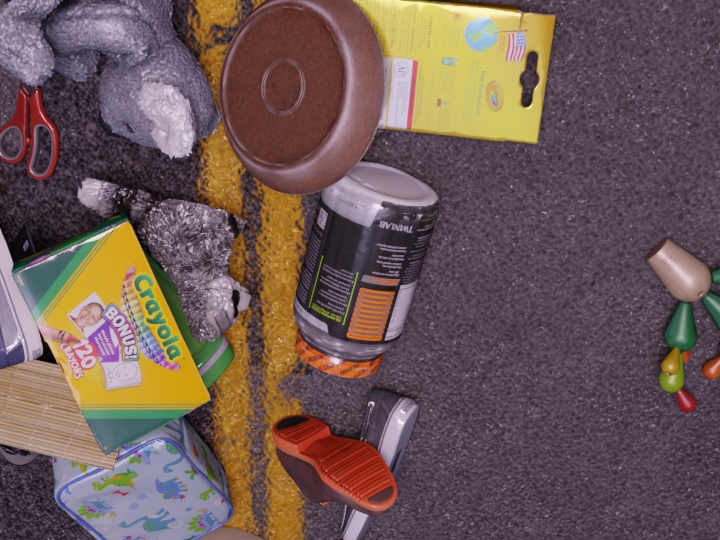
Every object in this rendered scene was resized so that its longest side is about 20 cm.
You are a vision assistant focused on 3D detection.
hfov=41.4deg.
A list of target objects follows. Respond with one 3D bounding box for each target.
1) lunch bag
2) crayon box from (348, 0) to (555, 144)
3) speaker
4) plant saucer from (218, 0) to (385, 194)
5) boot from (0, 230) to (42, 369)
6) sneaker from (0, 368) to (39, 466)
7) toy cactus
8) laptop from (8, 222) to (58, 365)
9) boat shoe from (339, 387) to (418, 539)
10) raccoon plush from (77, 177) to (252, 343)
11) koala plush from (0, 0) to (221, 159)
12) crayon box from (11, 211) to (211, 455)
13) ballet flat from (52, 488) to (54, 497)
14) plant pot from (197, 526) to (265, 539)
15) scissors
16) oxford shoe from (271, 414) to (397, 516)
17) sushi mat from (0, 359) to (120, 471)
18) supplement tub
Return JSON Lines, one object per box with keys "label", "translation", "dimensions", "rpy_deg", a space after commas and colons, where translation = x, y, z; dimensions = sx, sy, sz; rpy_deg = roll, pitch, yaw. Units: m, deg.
{"label": "lunch bag", "translation": [-0.248, 0.241, 1.083], "dimensions": [0.159, 0.083, 0.201], "rpy_deg": [-27, 135, 1]}
{"label": "crayon box", "translation": [0.083, -0.199, 0.935], "dimensions": [0.197, 0.051, 0.129], "rpy_deg": [8, 111, 5]}
{"label": "speaker", "translation": [-0.232, 0.047, 1.050], "dimensions": [0.088, 0.089, 0.200], "rpy_deg": [-38, 102, 19]}
{"label": "plant saucer", "translation": [-0.067, -0.176, 0.920], "dimensions": [0.198, 0.034, 0.204], "rpy_deg": [2, 93, 32]}
{"label": "boot", "translation": [-0.417, 0.015, 1.017], "dimensions": [0.202, 0.089, 0.073], "rpy_deg": [62, 148, 16]}
{"label": "sneaker", "translation": [-0.399, 0.180, 1.104], "dimensions": [0.073, 0.080, 0.201], "rpy_deg": [27, 139, -6]}
{"label": "toy cactus", "translation": [0.361, 0.040, 0.978], "dimensions": [0.165, 0.102, 0.200], "rpy_deg": [42, 119, 1]}
{"label": "laptop", "translation": [-0.303, 0.055, 1.046], "dimensions": [0.198, 0.105, 0.177], "rpy_deg": [23, 157, -22]}
{"label": "boat shoe", "translation": [0.005, 0.224, 1.102], "dimensions": [0.066, 0.070, 0.202], "rpy_deg": [27, 117, 17]}
{"label": "raccoon plush", "translation": [-0.206, -0.004, 0.996], "dimensions": [0.197, 0.097, 0.136], "rpy_deg": [13, 84, -1]}
{"label": "koala plush", "translation": [-0.213, -0.199, 0.913], "dimensions": [0.183, 0.177, 0.201], "rpy_deg": [-37, 99, 8]}
{"label": "crayon box", "translation": [-0.240, 0.060, 0.929], "dimensions": [0.118, 0.058, 0.202], "rpy_deg": [-26, 107, -12]}
{"label": "ballet flat", "translation": [-0.318, 0.207, 1.127], "dimensions": [0.062, 0.069, 0.201], "rpy_deg": [15, 130, -13]}
{"label": "plant pot", "translation": [-0.178, 0.439, 1.167], "dimensions": [0.197, 0.135, 0.204], "rpy_deg": [3, 111, 7]}
{"label": "scissors", "translation": [-0.345, -0.196, 1.012], "dimensions": [0.072, 0.014, 0.203], "rpy_deg": [18, 111, 3]}
{"label": "oxford shoe", "translation": [-0.026, 0.229, 1.058], "dimensions": [0.070, 0.199, 0.074], "rpy_deg": [-19, 116, -30]}
{"label": "sushi mat", "translation": [-0.337, 0.145, 1.012], "dimensions": [0.197, 0.097, 0.012], "rpy_deg": [12, 153, 7]}
{"label": "supplement tub", "translation": [0.000, 0.000, 0.983], "dimensions": [0.121, 0.123, 0.203], "rpy_deg": [17, 112, 0]}
